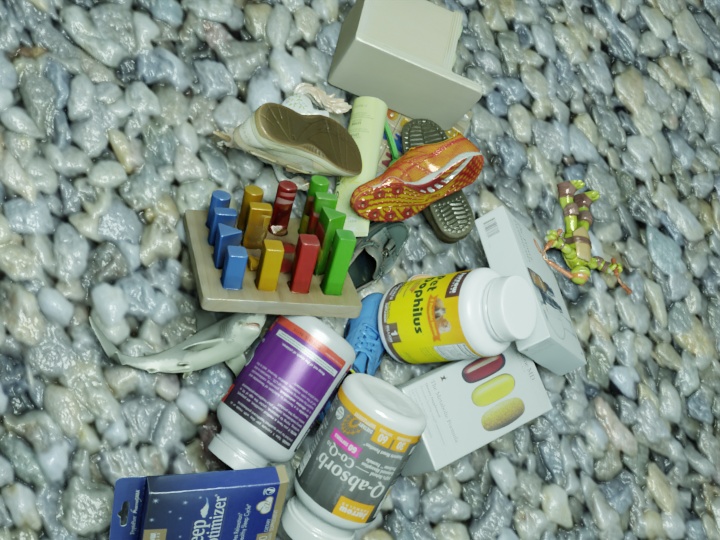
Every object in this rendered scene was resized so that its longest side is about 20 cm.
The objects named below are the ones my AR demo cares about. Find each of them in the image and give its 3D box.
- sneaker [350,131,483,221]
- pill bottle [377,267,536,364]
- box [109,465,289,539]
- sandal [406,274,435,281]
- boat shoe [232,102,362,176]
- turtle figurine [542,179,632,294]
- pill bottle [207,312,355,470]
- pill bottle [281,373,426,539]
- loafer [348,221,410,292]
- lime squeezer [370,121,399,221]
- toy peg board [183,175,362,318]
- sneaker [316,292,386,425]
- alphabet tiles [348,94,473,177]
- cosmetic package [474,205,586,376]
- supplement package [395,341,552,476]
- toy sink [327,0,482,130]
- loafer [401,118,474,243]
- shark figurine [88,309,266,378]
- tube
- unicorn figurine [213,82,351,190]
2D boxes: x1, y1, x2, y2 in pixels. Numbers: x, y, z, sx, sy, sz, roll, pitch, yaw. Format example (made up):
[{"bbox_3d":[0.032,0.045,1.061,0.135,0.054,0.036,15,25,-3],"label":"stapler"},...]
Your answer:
[{"bbox_3d":[0.070,-0.124,1.298,0.197,0.074,0.077,-22,47,-19],"label":"sneaker"},{"bbox_3d":[0.123,0.058,1.233,0.108,0.198,0.112,12,73,-44],"label":"pill bottle"},{"bbox_3d":[-0.188,0.285,1.121,0.196,0.123,0.033,1,35,-21],"label":"box"},{"bbox_3d":[0.161,0.049,1.354,0.203,0.059,0.081,12,73,-19],"label":"sandal"},{"bbox_3d":[-0.077,-0.159,1.240,0.198,0.064,0.074,12,63,-48],"label":"boat shoe"},{"bbox_3d":[0.333,-0.043,1.448,0.197,0.064,0.165,18,65,-31],"label":"turtle figurine"},{"bbox_3d":[-0.100,0.152,1.177,0.112,0.112,0.202,36,81,-9],"label":"pill bottle"},{"bbox_3d":[-0.012,0.237,1.163,0.115,0.117,0.203,25,101,-14],"label":"pill bottle"},{"bbox_3d":[0.000,0.000,1.291,0.199,0.062,0.073,-38,116,-24],"label":"loafer"},{"bbox_3d":[0.036,-0.128,1.363,0.069,0.038,0.204,9,70,14],"label":"lime squeezer"},{"bbox_3d":[-0.105,-0.044,1.189,0.195,0.099,0.201,4,32,-21],"label":"toy peg board"},{"bbox_3d":[0.001,0.114,1.263,0.065,0.078,0.202,31,65,-10],"label":"sneaker"},{"bbox_3d":[0.063,-0.198,1.409,0.165,0.008,0.203,32,66,-12],"label":"alphabet tiles"},{"bbox_3d":[0.234,0.030,1.322,0.150,0.051,0.203,33,36,-55],"label":"cosmetic package"},{"bbox_3d":[0.135,0.177,1.282,0.197,0.109,0.116,-22,85,-26],"label":"supplement package"},{"bbox_3d":[0.072,-0.305,1.365,0.196,0.130,0.114,19,69,-13],"label":"toy sink"},{"bbox_3d":[0.101,-0.123,1.366,0.074,0.068,0.203,-8,64,-14],"label":"loafer"},{"bbox_3d":[-0.217,0.083,1.195,0.210,0.129,0.091,-12,54,-7],"label":"shark figurine"},{"bbox_3d":[-0.003,-0.140,1.329,0.051,0.058,0.204,14,73,-10],"label":"tube"},{"bbox_3d":[-0.104,-0.180,1.307,0.136,0.074,0.201,36,51,-3],"label":"unicorn figurine"}]
